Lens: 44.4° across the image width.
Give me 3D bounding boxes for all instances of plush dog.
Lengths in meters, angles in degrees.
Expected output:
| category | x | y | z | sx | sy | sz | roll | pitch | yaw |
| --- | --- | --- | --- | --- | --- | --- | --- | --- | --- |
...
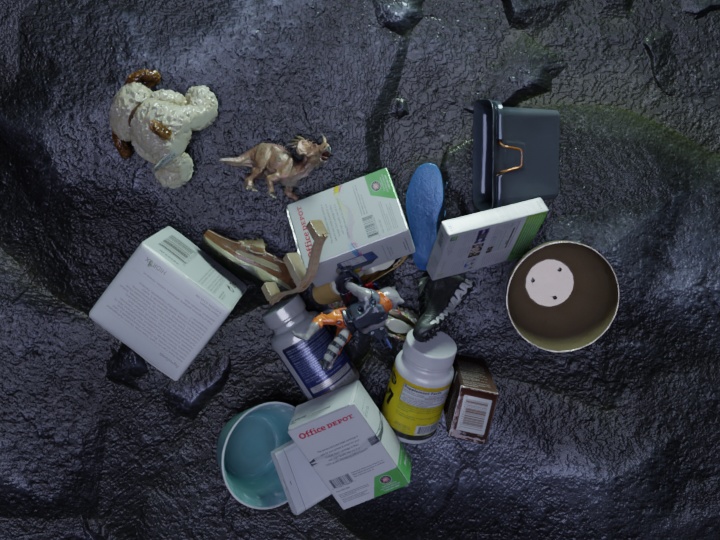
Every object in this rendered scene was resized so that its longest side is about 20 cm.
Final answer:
| category | x | y | z | sx | sy | sz | roll | pitch | yaw |
| --- | --- | --- | --- | --- | --- | --- | --- | --- | --- |
| plush dog | -0.380 | -0.266 | 1.588 | 0.172 | 0.160 | 0.200 | 27 | 100 | 23 |

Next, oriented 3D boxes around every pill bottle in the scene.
| category | x | y | z | sx | sy | sz | roll | pitch | yaw |
| --- | --- | --- | --- | --- | --- | --- | --- | --- | --- |
| pill bottle | 0.110 | 0.213 | 1.645 | 0.114 | 0.114 | 0.200 | 13 | 119 | -1 |
| pill bottle | -0.097 | 0.147 | 1.665 | 0.111 | 0.111 | 0.200 | -31 | 99 | 7 |

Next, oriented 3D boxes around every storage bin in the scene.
| category | x | y | z | sx | sy | sz | roll | pitch | yaw |
| --- | --- | --- | --- | --- | --- | --- | --- | --- | --- |
| storage bin | 0.284 | -0.208 | 1.582 | 0.134 | 0.146 | 0.200 | -4 | 101 | -8 |

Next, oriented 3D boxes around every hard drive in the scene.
| category | x | y | z | sx | sy | sz | roll | pitch | yaw |
| --- | --- | --- | --- | --- | --- | --- | --- | --- | --- |
| hard drive | -0.064 | 0.360 | 1.692 | 0.200 | 0.027 | 0.132 | -25 | 104 | -30 |

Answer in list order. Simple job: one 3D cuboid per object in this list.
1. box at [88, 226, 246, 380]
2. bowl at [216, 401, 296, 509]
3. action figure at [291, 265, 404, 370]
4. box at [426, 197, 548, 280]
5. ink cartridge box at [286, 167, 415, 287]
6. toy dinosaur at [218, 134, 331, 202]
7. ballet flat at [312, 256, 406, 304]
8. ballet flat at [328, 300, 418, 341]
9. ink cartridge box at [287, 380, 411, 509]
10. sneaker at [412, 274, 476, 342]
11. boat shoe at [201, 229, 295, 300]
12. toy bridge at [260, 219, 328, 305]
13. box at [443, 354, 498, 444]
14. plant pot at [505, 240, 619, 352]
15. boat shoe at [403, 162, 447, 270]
| category | x | y | z | sx | sy | sz | roll | pitch | yaw |
| --- | --- | --- | --- | --- | --- | --- | --- | --- | --- |
| box | -0.343 | 0.055 | 1.607 | 0.200 | 0.199 | 0.171 | 39 | 100 | -6 |
| bowl | -0.193 | 0.342 | 1.686 | 0.200 | 0.105 | 0.201 | -2 | 94 | -32 |
| action figure | 0.000 | 0.105 | 1.578 | 0.193 | 0.105 | 0.200 | -39 | 122 | -3 |
| box | 0.224 | -0.056 | 1.579 | 0.200 | 0.144 | 0.036 | -13 | 60 | -18 |
| ink cartridge box | -0.018 | -0.077 | 1.600 | 0.200 | 0.088 | 0.146 | -20 | 61 | 3 |
| toy dinosaur | -0.150 | -0.200 | 1.618 | 0.200 | 0.086 | 0.136 | 18 | 93 | 10 |
| ballet flat | 0.000 | 0.000 | 1.638 | 0.200 | 0.063 | 0.069 | -32 | 102 | -6 |
| ballet flat | 0.032 | 0.081 | 1.674 | 0.200 | 0.064 | 0.076 | 19 | 100 | -2 |
| ink cartridge box | -0.017 | 0.318 | 1.613 | 0.146 | 0.084 | 0.200 | -25 | 110 | 19 |
| sneaker | 0.131 | 0.057 | 1.620 | 0.090 | 0.200 | 0.067 | 37 | 134 | 9 |
| boat shoe | -0.202 | -0.022 | 1.661 | 0.200 | 0.076 | 0.074 | 32 | 72 | 4 |
| toy bridge | -0.110 | 0.000 | 1.534 | 0.200 | 0.027 | 0.067 | -51 | 58 | 38 |
| box | 0.199 | 0.232 | 1.630 | 0.075 | 0.200 | 0.100 | 12 | 100 | 1 |
| plant pot | 0.358 | 0.034 | 1.621 | 0.200 | 0.134 | 0.201 | 0 | 102 | 1 |
| boat shoe | 0.118 | -0.102 | 1.637 | 0.084 | 0.069 | 0.200 | 9 | 107 | 13 |
